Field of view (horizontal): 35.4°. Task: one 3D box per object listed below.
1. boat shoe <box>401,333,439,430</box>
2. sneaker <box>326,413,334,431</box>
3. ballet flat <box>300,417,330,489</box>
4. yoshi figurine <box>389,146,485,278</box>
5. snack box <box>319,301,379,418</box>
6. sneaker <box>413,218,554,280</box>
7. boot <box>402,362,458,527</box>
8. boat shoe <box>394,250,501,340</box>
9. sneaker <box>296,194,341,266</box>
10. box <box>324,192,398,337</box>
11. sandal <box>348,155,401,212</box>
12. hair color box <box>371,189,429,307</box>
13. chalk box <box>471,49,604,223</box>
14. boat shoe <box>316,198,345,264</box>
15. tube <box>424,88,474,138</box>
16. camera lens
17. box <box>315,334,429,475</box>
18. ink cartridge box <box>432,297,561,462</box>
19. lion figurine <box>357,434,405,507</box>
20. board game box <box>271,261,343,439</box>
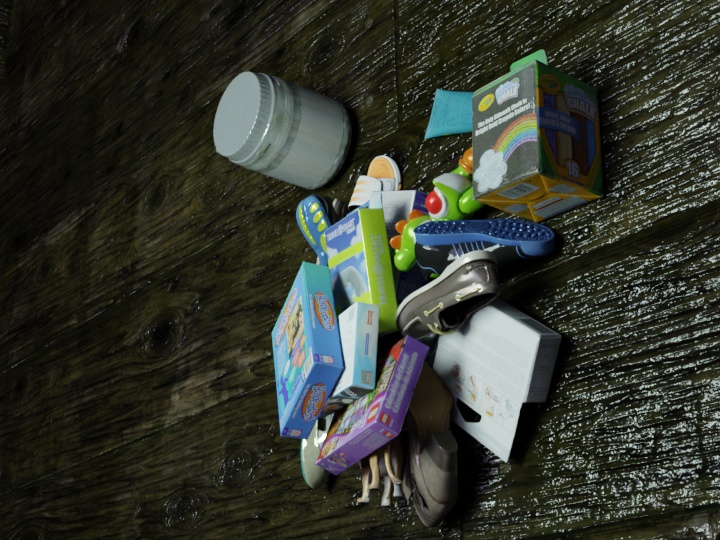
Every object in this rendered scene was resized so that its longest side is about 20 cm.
[{"bbox_3d":[0.075,0.134,1.608,0.073,0.061,0.201,36,107,53],"label":"boat shoe"},{"bbox_3d":[-0.009,0.164,1.708,0.072,0.072,0.202,-12,70,44],"label":"sneaker"},{"bbox_3d":[-0.053,0.235,1.747,0.069,0.069,0.202,-24,59,47],"label":"ballet flat"},{"bbox_3d":[0.131,-0.067,1.606,0.112,0.112,0.200,45,103,7],"label":"yoshi figurine"},{"bbox_3d":[-0.029,0.129,1.574,0.200,0.037,0.117,141,137,-61],"label":"snack box"},{"bbox_3d":[0.167,-0.022,1.519,0.198,0.070,0.079,4,117,27],"label":"sneaker"},{"bbox_3d":[0.084,0.241,1.537,0.201,0.070,0.147,-106,22,-49],"label":"boot"},{"bbox_3d":[0.114,0.048,1.492,0.200,0.071,0.060,-42,51,42],"label":"boat shoe"},{"bbox_3d":[-0.033,-0.027,1.772,0.070,0.083,0.201,-18,96,35],"label":"sneaker"},{"bbox_3d":[0.000,0.000,1.634,0.122,0.047,0.202,-28,67,60],"label":"box"},{"bbox_3d":[0.015,-0.087,1.775,0.079,0.059,0.209,-11,68,51],"label":"sandal"},{"bbox_3d":[0.052,-0.016,1.695,0.109,0.064,0.202,4,79,54],"label":"hair color box"},{"bbox_3d":[0.228,-0.185,1.471,0.124,0.123,0.202,-21,60,49],"label":"chalk box"},{"bbox_3d":[-0.044,-0.015,1.843,0.067,0.056,0.202,102,-178,-83],"label":"boat shoe"},{"bbox_3d":[0.156,-0.232,1.654,0.200,0.050,0.078,12,83,59],"label":"tube"},{"bbox_3d":[-0.126,-0.234,1.900,0.159,0.199,0.161,-24,58,47],"label":"camera lens"},{"bbox_3d":[0.014,0.184,1.527,0.200,0.039,0.138,-44,20,54],"label":"box"},{"bbox_3d":[0.171,0.131,1.497,0.200,0.043,0.175,34,117,54],"label":"ink cartridge box"},{"bbox_3d":[0.031,0.255,1.558,0.200,0.072,0.124,131,147,-65],"label":"lion figurine"},{"bbox_3d":[-0.078,0.112,1.597,0.201,0.045,0.153,-100,28,-46],"label":"board game box"}]
